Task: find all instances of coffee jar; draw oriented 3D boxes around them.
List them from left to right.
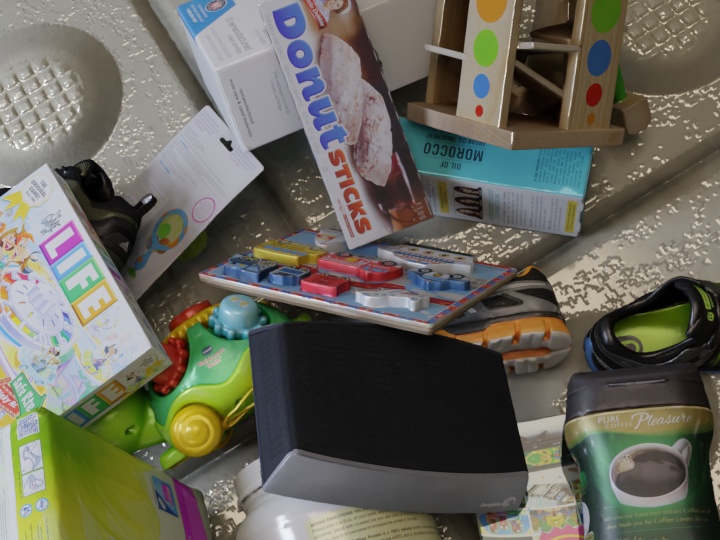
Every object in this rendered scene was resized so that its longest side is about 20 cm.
[{"bbox_3d":[0.197,0.164,0.839,0.104,0.085,0.201,-5,69,7],"label":"coffee jar"}]

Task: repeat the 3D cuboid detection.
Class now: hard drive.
[{"bbox_3d":[0.024,0.099,0.857,0.199,0.042,0.135,10,53,-26],"label":"hard drive"}]

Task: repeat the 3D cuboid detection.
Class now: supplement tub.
[{"bbox_3d":[-0.006,0.227,0.875,0.144,0.145,0.201,-19,69,0],"label":"supplement tub"}]

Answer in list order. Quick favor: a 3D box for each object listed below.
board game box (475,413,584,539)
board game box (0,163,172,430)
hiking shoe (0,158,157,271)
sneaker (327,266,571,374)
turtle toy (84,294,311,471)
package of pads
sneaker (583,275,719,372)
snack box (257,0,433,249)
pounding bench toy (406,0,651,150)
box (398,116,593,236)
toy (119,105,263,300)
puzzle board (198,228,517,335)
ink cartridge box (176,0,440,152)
[{"bbox_3d":[0.164,0.209,0.906,0.147,0.064,0.201,-11,69,4],"label":"board game box"},{"bbox_3d":[-0.242,0.031,0.914,0.134,0.034,0.200,-36,58,-1],"label":"board game box"},{"bbox_3d":[-0.254,-0.047,1.033,0.199,0.076,0.101,20,66,33],"label":"hiking shoe"},{"bbox_3d":[0.064,0.043,0.979,0.199,0.078,0.078,-4,56,2],"label":"sneaker"},{"bbox_3d":[-0.124,0.086,0.934,0.200,0.146,0.101,-34,86,-6],"label":"turtle toy"},{"bbox_3d":[-0.172,0.202,0.846,0.068,0.200,0.155,-29,52,15],"label":"package of pads"},{"bbox_3d":[0.271,0.041,0.942,0.199,0.083,0.071,-13,69,2],"label":"sneaker"},{"bbox_3d":[-0.010,-0.122,0.947,0.072,0.024,0.201,-21,102,0],"label":"snack box"},{"bbox_3d":[0.157,-0.187,0.969,0.124,0.199,0.157,25,114,48],"label":"pounding bench toy"},{"bbox_3d":[0.087,-0.079,1.010,0.199,0.082,0.049,10,70,10],"label":"box"},{"bbox_3d":[-0.166,-0.033,1.035,0.200,0.047,0.115,-43,47,1],"label":"toy"},{"bbox_3d":[0.000,0.000,0.943,0.199,0.151,0.017,12,112,28],"label":"puzzle board"},{"bbox_3d":[-0.036,-0.198,1.029,0.199,0.084,0.145,-23,36,-7],"label":"ink cartridge box"}]
